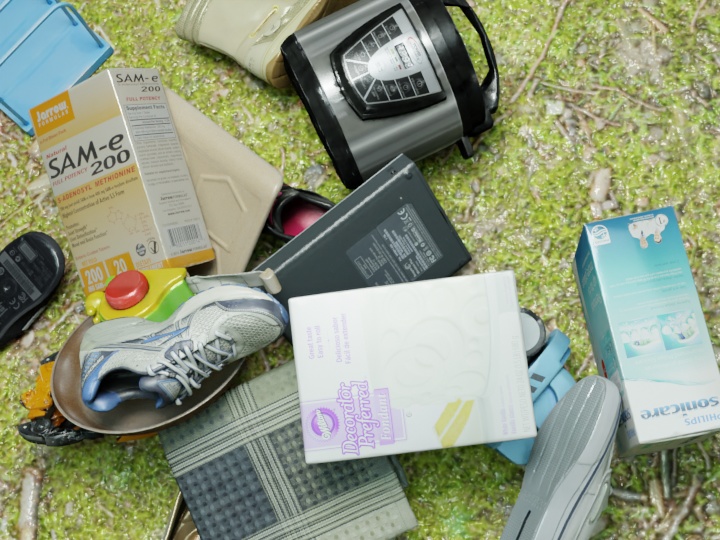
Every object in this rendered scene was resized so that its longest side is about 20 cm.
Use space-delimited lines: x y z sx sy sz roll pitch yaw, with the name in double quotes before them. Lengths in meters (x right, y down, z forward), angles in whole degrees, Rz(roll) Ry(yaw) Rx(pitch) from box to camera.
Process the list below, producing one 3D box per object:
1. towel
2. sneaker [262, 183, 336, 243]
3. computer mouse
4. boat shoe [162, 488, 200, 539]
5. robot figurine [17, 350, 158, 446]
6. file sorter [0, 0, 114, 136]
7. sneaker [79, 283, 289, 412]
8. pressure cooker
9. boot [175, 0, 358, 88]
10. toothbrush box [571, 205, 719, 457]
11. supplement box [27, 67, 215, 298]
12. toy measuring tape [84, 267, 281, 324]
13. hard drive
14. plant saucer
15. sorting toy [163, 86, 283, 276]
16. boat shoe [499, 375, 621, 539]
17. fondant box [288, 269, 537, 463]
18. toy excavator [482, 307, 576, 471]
"towel" -0.067 0.190 0.901 0.199 0.035 0.193 -25 86 4
"sneaker" -0.089 -0.068 1.005 0.199 0.084 0.077 16 77 11
"computer mouse" -0.407 0.023 1.044 0.140 0.046 0.200 41 95 11
"boat shoe" -0.139 0.214 0.944 0.073 0.063 0.201 18 77 12
"robot figurine" -0.242 0.121 0.967 0.199 0.058 0.145 -11 37 8
"file sorter" -0.411 -0.282 1.087 0.200 0.123 0.139 40 82 16
"sneaker" -0.154 0.079 0.839 0.199 0.077 0.085 -18 39 13
"pressure cooker" 0.037 -0.197 0.979 0.199 0.176 0.179 -25 47 -1
"boot" -0.095 -0.304 1.079 0.155 0.073 0.200 27 70 23
"toothbrush box" 0.262 0.062 0.892 0.085 0.146 0.201 -13 74 4
"supplement box" -0.239 -0.086 0.964 0.126 0.073 0.201 -17 91 32
"toy measuring tape" -0.172 0.034 0.890 0.199 0.074 0.074 -3 74 21
"hard drive" 0.000 0.000 0.953 0.200 0.140 0.033 -38 35 -4
"plant saucer" -0.194 0.084 0.921 0.199 0.032 0.201 -10 40 8
"sorting toy" -0.179 -0.060 0.999 0.185 0.036 0.200 38 117 19
"boat shoe" 0.184 0.190 0.852 0.067 0.074 0.201 24 96 -23
"fondant box" 0.045 0.086 0.849 0.199 0.058 0.145 -8 82 4
"toy excavator" 0.164 0.161 0.911 0.200 0.100 0.195 39 84 7
